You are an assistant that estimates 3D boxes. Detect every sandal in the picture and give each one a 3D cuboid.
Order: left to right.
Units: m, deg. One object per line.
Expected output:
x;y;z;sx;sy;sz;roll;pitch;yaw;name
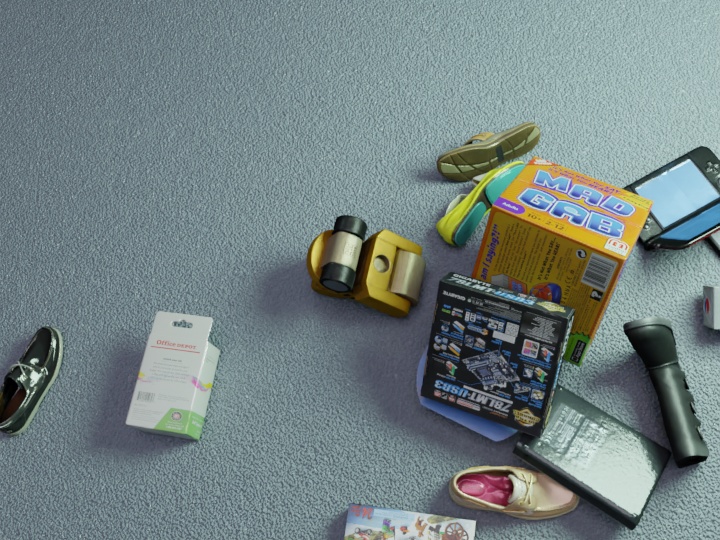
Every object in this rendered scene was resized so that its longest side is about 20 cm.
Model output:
0.228;-0.223;1.370;0.198;0.081;0.054;-24;50;-2;sandal

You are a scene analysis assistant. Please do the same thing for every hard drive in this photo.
0.350;0.275;1.140;0.199;0.033;0.140;31;56;20;hard drive

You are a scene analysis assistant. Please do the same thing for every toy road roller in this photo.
0.000;0.000;1.308;0.198;0.146;0.124;23;68;-21;toy road roller

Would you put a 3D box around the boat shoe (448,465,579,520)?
0.231;0.334;1.139;0.198;0.069;0.075;-1;67;9;boat shoe

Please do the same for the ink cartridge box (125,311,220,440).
-0.316;0.180;1.301;0.116;0.067;0.202;6;70;13;ink cartridge box

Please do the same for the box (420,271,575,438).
0.199;0.125;1.125;0.198;0.050;0.201;16;114;23;box

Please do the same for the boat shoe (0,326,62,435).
-0.595;0.191;1.348;0.071;0.068;0.202;12;69;16;boat shoe

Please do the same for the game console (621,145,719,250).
0.549;-0.125;1.246;0.199;0.119;0.173;-28;66;-3;game console

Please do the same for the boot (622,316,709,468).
0.454;0.182;1.118;0.065;0.164;0.202;-19;63;33;boot

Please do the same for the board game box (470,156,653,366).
0.301;-0.020;1.161;0.198;0.202;0.200;24;38;18;board game box

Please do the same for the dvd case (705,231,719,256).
0.690;-0.062;1.249;0.199;0.018;0.143;-31;67;-3;dvd case

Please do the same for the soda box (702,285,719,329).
0.644;0.057;1.173;0.198;0.063;0.069;0;91;10;soda box

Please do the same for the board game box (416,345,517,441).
0.192;0.183;1.227;0.198;0.039;0.159;24;69;17;board game box

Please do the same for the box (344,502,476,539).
0.071;0.437;1.142;0.198;0.038;0.138;4;69;12;box

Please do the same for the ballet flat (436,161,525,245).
0.210;-0.130;1.342;0.200;0.067;0.067;-46;47;-8;ballet flat
